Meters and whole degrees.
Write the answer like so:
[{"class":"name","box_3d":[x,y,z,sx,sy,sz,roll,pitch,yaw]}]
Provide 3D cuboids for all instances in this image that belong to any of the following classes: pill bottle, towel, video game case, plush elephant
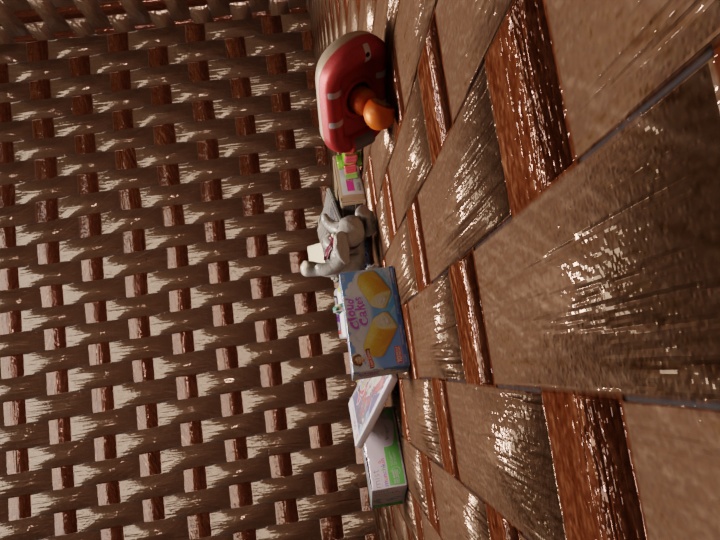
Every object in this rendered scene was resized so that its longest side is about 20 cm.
[{"class":"pill bottle","box_3d":[-0.025,0.107,1.923,0.111,0.108,0.206,140,123,-85]},{"class":"towel","box_3d":[-0.080,-0.092,1.672,0.202,0.034,0.196,109,147,-52]},{"class":"video game case","box_3d":[0.026,0.296,1.487,0.183,0.023,0.203,-109,42,-68]},{"class":"plush elephant","box_3d":[-0.041,-0.069,1.443,0.165,0.196,0.158,-45,-38,-43]}]

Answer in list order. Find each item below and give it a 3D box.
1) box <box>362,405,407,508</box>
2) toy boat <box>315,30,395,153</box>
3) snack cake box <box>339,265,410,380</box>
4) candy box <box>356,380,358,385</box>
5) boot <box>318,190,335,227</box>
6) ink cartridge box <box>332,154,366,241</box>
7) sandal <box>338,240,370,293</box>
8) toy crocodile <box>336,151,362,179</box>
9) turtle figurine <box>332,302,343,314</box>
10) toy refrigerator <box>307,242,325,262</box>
[{"class":"box","box_3d":[0.053,0.480,1.566,0.178,0.094,0.204,90,172,-56]},{"class":"toy boat","box_3d":[0.006,-0.272,0.978,0.130,0.129,0.203,42,151,34]},{"class":"snack cake box","box_3d":[0.024,0.103,1.202,0.067,0.112,0.205,94,168,-68]},{"class":"candy box","box_3d":[0.014,0.420,2.282,0.117,0.054,0.203,88,174,-48]},{"class":"boot","box_3d":[-0.057,-0.142,1.888,0.145,0.071,0.202,52,-152,-24]},{"class":"ink cartridge box","box_3d":[-0.030,-0.200,1.723,0.167,0.073,0.203,90,173,-49]},{"class":"sandal","box_3d":[0.000,0.000,1.627,0.080,0.085,0.203,121,168,-45]},{"class":"toy crocodile","box_3d":[-0.028,-0.297,1.565,0.201,0.066,0.063,91,170,-61]},{"class":"turtle figurine","box_3d":[0.004,0.126,1.688,0.149,0.101,0.200,42,173,4]},{"class":"toy refrigerator","box_3d":[-0.072,-0.043,1.895,0.198,0.069,0.078,0,-101,-54]}]
